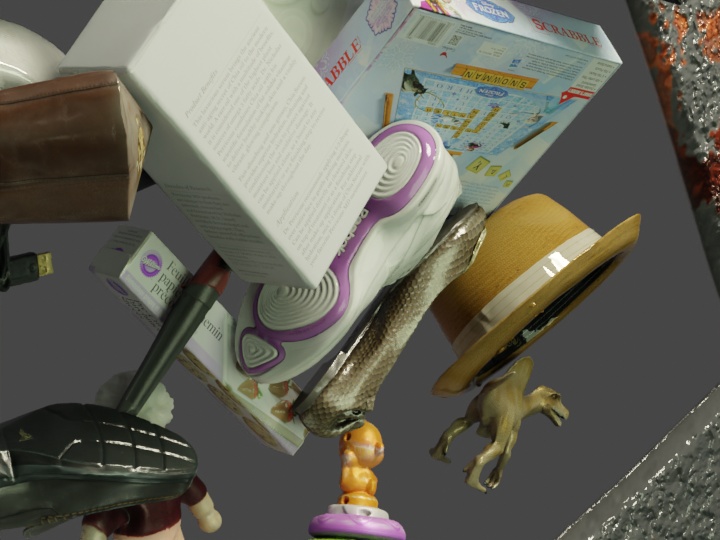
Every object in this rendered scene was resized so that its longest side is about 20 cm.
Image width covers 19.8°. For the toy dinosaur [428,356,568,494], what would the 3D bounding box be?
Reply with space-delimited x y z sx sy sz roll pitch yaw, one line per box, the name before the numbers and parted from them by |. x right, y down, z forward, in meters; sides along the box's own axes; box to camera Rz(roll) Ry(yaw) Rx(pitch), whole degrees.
toy dinosaur | 0.096 0.106 1.516 0.102 0.058 0.200 -59 159 2

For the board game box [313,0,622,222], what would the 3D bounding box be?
board game box | 0.044 -0.101 1.390 0.199 0.041 0.200 9 132 -41

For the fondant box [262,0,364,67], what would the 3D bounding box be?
fondant box | -0.047 -0.207 1.361 0.199 0.058 0.146 19 85 -42

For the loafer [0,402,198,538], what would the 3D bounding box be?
loafer | -0.199 0.128 1.262 0.198 0.073 0.073 4 119 -16

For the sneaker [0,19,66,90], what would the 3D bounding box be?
sneaker | -0.239 -0.097 1.216 0.199 0.075 0.089 1 129 -54

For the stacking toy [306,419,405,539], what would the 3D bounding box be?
stacking toy | -0.007 0.205 1.451 0.109 0.116 0.202 16 73 -38

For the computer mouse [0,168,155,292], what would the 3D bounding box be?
computer mouse | -0.160 -0.048 1.269 0.199 0.046 0.141 -28 150 -50

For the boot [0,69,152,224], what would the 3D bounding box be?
boot | -0.210 -0.024 1.164 0.198 0.065 0.188 -9 133 -10

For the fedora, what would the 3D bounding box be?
fedora | 0.111 0.006 1.492 0.200 0.201 0.082 -35 79 -32

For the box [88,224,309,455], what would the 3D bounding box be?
box | -0.100 0.048 1.369 0.039 0.041 0.200 -55 128 -19

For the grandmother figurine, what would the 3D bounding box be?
grandmother figurine | -0.142 0.165 1.346 0.121 0.060 0.202 -20 108 -58

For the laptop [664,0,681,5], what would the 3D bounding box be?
laptop | 0.087 -0.233 1.357 0.198 0.177 0.104 -5 105 -17

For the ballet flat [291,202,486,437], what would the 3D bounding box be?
ballet flat | 0.028 0.036 1.409 0.046 0.067 0.200 41 69 -5

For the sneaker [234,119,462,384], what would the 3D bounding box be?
sneaker | 0.000 0.000 1.360 0.200 0.075 0.100 -50 152 0

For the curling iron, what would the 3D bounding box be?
curling iron | -0.107 0.005 1.315 0.049 0.026 0.201 27 85 -18

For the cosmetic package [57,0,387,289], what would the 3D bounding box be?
cosmetic package | -0.078 -0.090 1.236 0.200 0.071 0.102 51 59 -37
